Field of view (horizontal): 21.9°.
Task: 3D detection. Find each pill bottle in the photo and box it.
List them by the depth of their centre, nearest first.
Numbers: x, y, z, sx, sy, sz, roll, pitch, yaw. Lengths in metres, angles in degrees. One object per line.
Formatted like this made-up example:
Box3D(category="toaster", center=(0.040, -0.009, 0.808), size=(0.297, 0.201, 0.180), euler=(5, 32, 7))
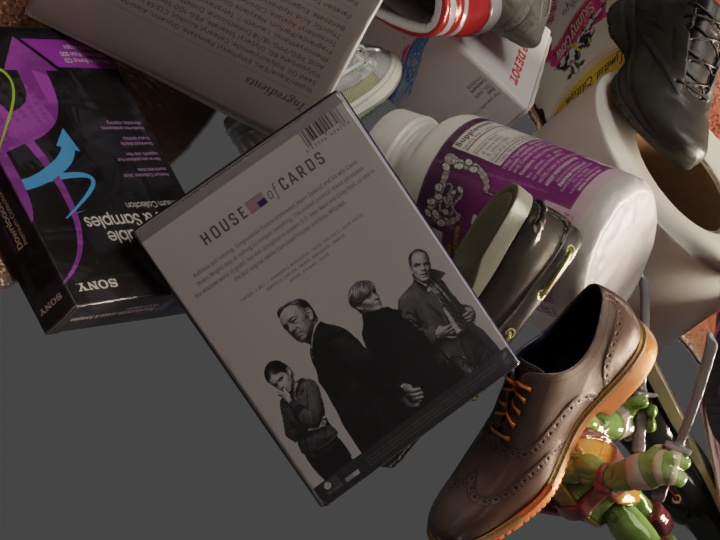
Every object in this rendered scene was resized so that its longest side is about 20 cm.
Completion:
Box3D(category="pill bottle", center=(0.097, -0.044, 1.302), size=(0.200, 0.112, 0.112), euler=(23, 20, 29))

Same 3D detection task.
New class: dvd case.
Box3D(category="dvd case", center=(-0.019, 0.017, 1.105), size=(0.200, 0.150, 0.025), euler=(56, -8, -8))

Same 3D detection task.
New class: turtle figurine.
Box3D(category="turtle figurine", center=(0.206, 0.134, 1.269), size=(0.200, 0.144, 0.194), euler=(-38, 109, -22))

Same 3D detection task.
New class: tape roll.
Box3D(category="tape roll", center=(0.208, -0.038, 1.474), size=(0.203, 0.139, 0.203), euler=(32, 36, -27))

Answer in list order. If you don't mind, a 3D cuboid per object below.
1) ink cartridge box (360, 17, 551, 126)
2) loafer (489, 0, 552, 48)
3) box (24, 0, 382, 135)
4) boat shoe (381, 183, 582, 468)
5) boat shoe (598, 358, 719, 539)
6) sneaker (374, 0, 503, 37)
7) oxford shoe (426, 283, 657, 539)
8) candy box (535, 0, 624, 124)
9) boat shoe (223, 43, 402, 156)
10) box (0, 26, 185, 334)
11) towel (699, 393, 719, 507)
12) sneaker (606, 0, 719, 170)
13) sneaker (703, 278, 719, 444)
Box3D(category="ink cartridge box", center=(0.049, -0.204, 1.498), size=(0.200, 0.084, 0.145), euler=(41, 33, -14))
Box3D(category="loafer", center=(0.130, -0.247, 1.505), size=(0.070, 0.070, 0.200), euler=(43, 37, -21))
Box3D(category="box", center=(-0.090, -0.212, 1.226), size=(0.200, 0.131, 0.199), euler=(25, 27, -10))
Box3D(category="boat shoe", center=(0.067, 0.045, 1.171), size=(0.061, 0.201, 0.072), euler=(31, 4, -16))
Box3D(category="boat shoe", center=(0.233, 0.151, 1.390), size=(0.202, 0.063, 0.074), euler=(59, 10, -12))
Box3D(category="sneaker", center=(0.024, -0.259, 1.381), size=(0.200, 0.071, 0.112), euler=(57, 32, 6))
Box3D(category="oxford shoe", center=(0.102, 0.092, 1.184), size=(0.071, 0.200, 0.073), euler=(27, -16, 48))
Box3D(category="candy box", center=(0.195, -0.236, 1.663), size=(0.061, 0.136, 0.200), euler=(9, 50, -44))
Box3D(category="boat shoe", center=(-0.031, -0.122, 1.329), size=(0.065, 0.074, 0.202), euler=(51, 39, -7))
Box3D(category="box", center=(-0.173, -0.059, 1.123), size=(0.143, 0.036, 0.200), euler=(-9, 66, -54))
Box3D(category="towel", center=(0.319, 0.212, 1.401), size=(0.200, 0.032, 0.191), euler=(50, 25, -37))
Box3D(category="sneaker", center=(0.244, -0.164, 1.433), size=(0.076, 0.091, 0.200), euler=(30, 38, -32))
Box3D(category="sneaker", center=(0.286, 0.054, 1.324), size=(0.082, 0.070, 0.200), euler=(66, 32, -51))
